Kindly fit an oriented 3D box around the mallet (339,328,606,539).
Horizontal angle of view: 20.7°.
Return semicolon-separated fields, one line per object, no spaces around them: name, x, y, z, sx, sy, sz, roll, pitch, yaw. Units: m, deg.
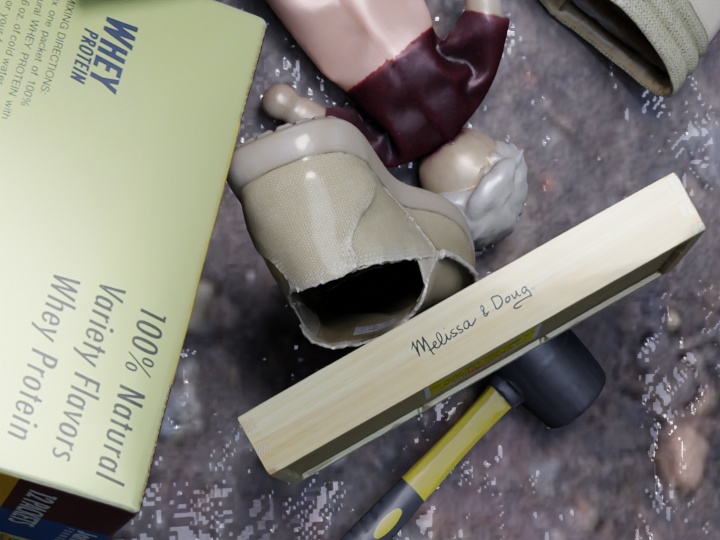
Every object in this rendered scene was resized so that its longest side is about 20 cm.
mallet;0.023;0.087;0.900;0.200;0.041;0.066;-39;101;-13

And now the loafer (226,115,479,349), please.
loafer;0.000;0.000;0.821;0.075;0.200;0.069;-18;69;18

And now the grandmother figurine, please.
grandmother figurine;0.014;-0.098;0.891;0.121;0.061;0.201;-31;104;10

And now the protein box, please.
protein box;-0.166;-0.017;0.747;0.198;0.135;0.200;18;69;-13

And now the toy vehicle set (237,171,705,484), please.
toy vehicle set;0.047;0.029;0.829;0.199;0.124;0.027;-29;82;-2

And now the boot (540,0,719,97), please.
boot;0.126;-0.199;0.926;0.155;0.072;0.200;-47;104;-13
